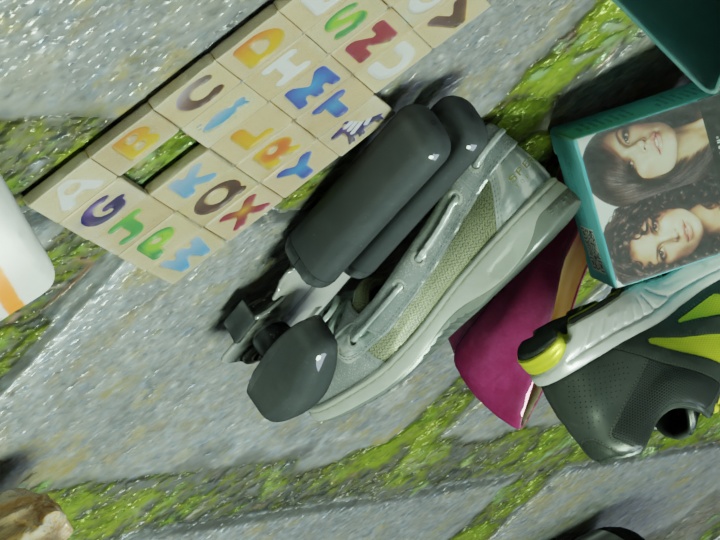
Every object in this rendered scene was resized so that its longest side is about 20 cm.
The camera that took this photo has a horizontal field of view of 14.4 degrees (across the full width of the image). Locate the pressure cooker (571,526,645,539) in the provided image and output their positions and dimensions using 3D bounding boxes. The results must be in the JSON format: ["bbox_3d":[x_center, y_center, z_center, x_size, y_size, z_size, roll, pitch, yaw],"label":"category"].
[{"bbox_3d":[0.150,0.309,2.151,0.199,0.177,0.179,-25,-178,-23],"label":"pressure cooker"}]

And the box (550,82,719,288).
[{"bbox_3d":[0.204,-0.062,1.450,0.199,0.083,0.049,-19,-169,-8],"label":"box"}]

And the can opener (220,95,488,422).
[{"bbox_3d":[0.000,0.000,1.364,0.053,0.067,0.200,-15,156,-44],"label":"can opener"}]

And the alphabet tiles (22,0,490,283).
[{"bbox_3d":[-0.036,-0.071,1.238,0.200,0.008,0.167,-37,160,8],"label":"alphabet tiles"}]

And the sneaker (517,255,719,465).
[{"bbox_3d":[0.164,0.041,1.475,0.199,0.085,0.074,-23,180,-36],"label":"sneaker"}]

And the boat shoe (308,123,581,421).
[{"bbox_3d":[0.029,0.005,1.449,0.202,0.065,0.074,-44,178,39],"label":"boat shoe"}]

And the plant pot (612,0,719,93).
[{"bbox_3d":[0.169,-0.202,1.079,0.200,0.141,0.142,-37,163,-23],"label":"plant pot"}]

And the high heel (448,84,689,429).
[{"bbox_3d":[0.125,-0.009,1.499,0.200,0.096,0.067,-38,160,11],"label":"high heel"}]

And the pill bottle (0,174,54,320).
[{"bbox_3d":[-0.216,0.008,0.976,0.199,0.114,0.114,-32,160,-7],"label":"pill bottle"}]

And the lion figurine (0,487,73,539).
[{"bbox_3d":[-0.217,0.175,1.444,0.122,0.073,0.200,-39,178,-28],"label":"lion figurine"}]
